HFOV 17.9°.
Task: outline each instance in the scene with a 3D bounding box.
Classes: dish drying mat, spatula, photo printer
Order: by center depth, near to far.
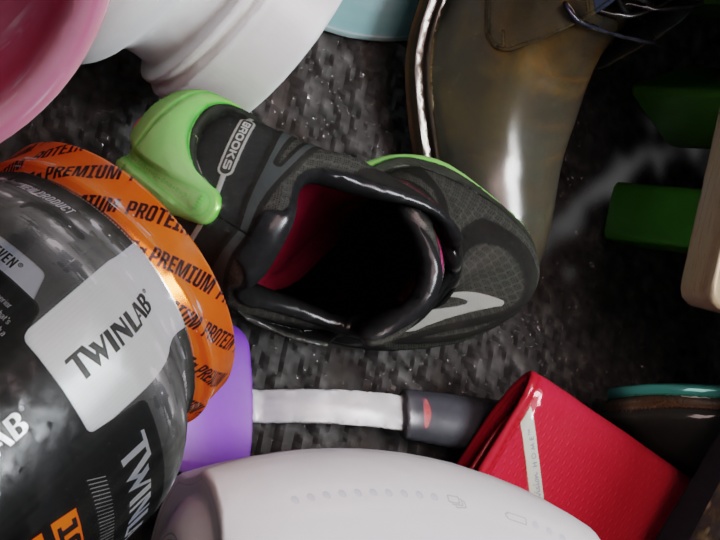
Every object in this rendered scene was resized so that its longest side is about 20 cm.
[{"bbox_3d":[0.005,0.159,0.737,0.165,0.069,0.202,12,75,-28],"label":"photo printer"},{"bbox_3d":[-0.001,0.050,0.798,0.199,0.021,0.057,10,71,-32],"label":"spatula"},{"bbox_3d":[0.114,0.118,0.844,0.199,0.018,0.077,35,86,-22],"label":"dish drying mat"}]

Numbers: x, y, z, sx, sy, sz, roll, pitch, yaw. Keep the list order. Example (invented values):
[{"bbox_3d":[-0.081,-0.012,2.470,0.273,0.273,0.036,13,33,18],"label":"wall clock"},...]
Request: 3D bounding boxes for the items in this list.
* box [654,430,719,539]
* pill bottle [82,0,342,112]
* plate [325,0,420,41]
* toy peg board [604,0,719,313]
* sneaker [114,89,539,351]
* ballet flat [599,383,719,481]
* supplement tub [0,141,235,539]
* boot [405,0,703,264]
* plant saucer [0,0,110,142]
[{"bbox_3d":[0.172,0.126,0.797,0.122,0.106,0.201,31,91,-25],"label":"box"},{"bbox_3d":[-0.099,-0.137,0.726,0.200,0.110,0.111,39,60,-20],"label":"pill bottle"},{"bbox_3d":[0.000,-0.185,0.858,0.199,0.026,0.202,9,74,-32],"label":"plate"},{"bbox_3d":[0.198,-0.070,0.894,0.198,0.098,0.202,14,89,-33],"label":"toy peg board"},{"bbox_3d":[0.000,0.000,0.748,0.199,0.084,0.077,11,111,-53],"label":"sneaker"},{"bbox_3d":[0.178,0.072,0.888,0.199,0.068,0.069,-2,87,-34],"label":"ballet flat"},{"bbox_3d":[-0.134,0.057,0.646,0.200,0.122,0.123,-44,103,-33],"label":"supplement tub"},{"bbox_3d":[0.074,-0.090,0.823,0.074,0.097,0.202,2,90,-42],"label":"boot"},{"bbox_3d":[-0.162,-0.119,0.646,0.200,0.200,0.051,39,30,-19],"label":"plant saucer"}]
